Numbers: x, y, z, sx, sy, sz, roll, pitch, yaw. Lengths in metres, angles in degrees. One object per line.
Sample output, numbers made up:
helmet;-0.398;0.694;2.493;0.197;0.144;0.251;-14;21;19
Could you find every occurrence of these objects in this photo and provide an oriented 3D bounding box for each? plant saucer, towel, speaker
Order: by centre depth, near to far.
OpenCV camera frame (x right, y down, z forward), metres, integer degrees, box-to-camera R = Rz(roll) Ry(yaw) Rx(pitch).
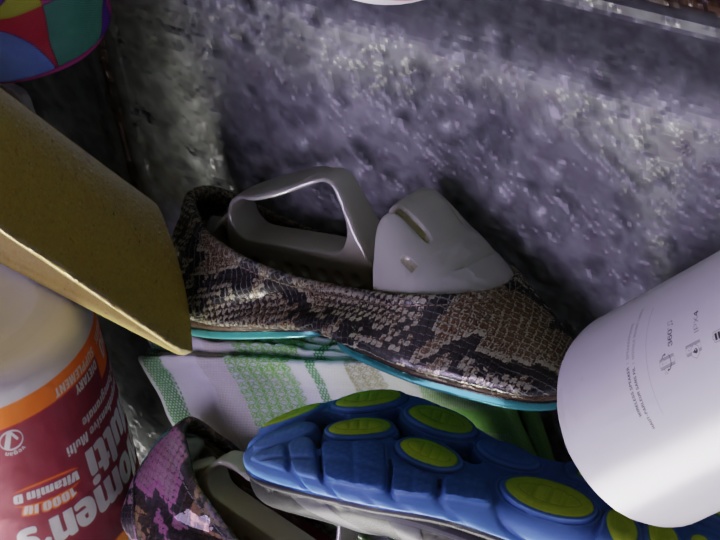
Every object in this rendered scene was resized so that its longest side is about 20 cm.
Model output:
speaker;0.147;0.020;0.931;0.081;0.081;0.200;50;144;-3
plant saucer;-0.171;-0.054;1.104;0.200;0.049;0.200;25;172;38
towel;0.010;0.087;1.186;0.200;0.031;0.149;2;126;42

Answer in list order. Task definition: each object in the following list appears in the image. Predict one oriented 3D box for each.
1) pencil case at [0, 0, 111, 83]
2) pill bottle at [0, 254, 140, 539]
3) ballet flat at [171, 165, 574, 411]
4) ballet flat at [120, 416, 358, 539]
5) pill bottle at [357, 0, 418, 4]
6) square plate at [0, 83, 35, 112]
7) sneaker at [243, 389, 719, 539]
pencil case;-0.149;-0.166;1.064;0.088;0.088;0.200;19;136;34
pill bottle;-0.148;0.094;1.235;0.109;0.110;0.200;18;137;34
ballet flat;0.000;0.000;1.087;0.200;0.068;0.076;12;111;41
ballet flat;-0.009;0.126;1.170;0.200;0.069;0.071;33;122;17
pill bottle;0.054;-0.156;0.835;0.200;0.113;0.114;-20;108;52
square plate;-0.197;-0.028;1.287;0.198;0.028;0.200;20;136;32
sneaker;0.046;0.103;1.083;0.199;0.071;0.083;17;123;11
